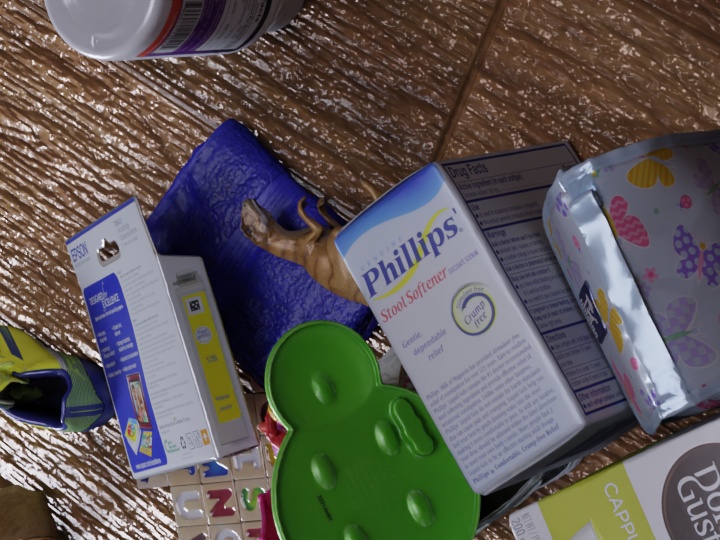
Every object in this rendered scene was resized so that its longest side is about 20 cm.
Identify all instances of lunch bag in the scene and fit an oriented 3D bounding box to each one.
[{"bbox_3d":[0.200,0.006,1.436,0.127,0.200,0.170,-30,80,29],"label":"lunch bag"}]

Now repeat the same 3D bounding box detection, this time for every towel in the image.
[{"bbox_3d":[-0.077,0.000,1.708,0.200,0.049,0.148,42,114,21],"label":"towel"}]

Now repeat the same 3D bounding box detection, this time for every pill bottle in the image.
[{"bbox_3d":[-0.126,-0.210,1.624,0.111,0.200,0.112,5,99,32],"label":"pill bottle"}]

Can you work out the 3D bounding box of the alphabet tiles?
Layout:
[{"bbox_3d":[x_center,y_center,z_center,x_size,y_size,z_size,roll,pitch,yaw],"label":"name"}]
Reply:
[{"bbox_3d":[-0.118,0.134,1.786,0.166,0.008,0.202,-8,92,34],"label":"alphabet tiles"}]

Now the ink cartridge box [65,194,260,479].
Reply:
[{"bbox_3d":[-0.154,0.052,1.718,0.197,0.047,0.201,-21,83,66],"label":"ink cartridge box"}]

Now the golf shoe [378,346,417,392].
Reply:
[{"bbox_3d":[0.039,0.084,1.645,0.075,0.092,0.200,37,145,-20],"label":"golf shoe"}]

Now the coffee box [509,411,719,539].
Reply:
[{"bbox_3d":[0.252,0.190,1.431,0.197,0.200,0.201,-29,82,33],"label":"coffee box"}]

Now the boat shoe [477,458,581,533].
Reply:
[{"bbox_3d":[0.069,0.157,1.626,0.200,0.071,0.072,-37,77,32],"label":"boat shoe"}]

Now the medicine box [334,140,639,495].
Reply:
[{"bbox_3d":[0.109,0.026,1.513,0.103,0.182,0.201,-37,76,32],"label":"medicine box"}]

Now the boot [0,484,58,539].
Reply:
[{"bbox_3d":[-0.330,0.248,1.919,0.199,0.073,0.076,-32,61,29],"label":"boot"}]

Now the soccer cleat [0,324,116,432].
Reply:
[{"bbox_3d":[-0.286,0.087,1.844,0.199,0.083,0.065,13,105,34],"label":"soccer cleat"}]

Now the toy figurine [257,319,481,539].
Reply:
[{"bbox_3d":[-0.029,0.141,1.589,0.201,0.150,0.184,63,158,-1],"label":"toy figurine"}]

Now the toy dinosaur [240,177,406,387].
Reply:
[{"bbox_3d":[0.000,0.000,1.628,0.200,0.060,0.106,36,87,31],"label":"toy dinosaur"}]
